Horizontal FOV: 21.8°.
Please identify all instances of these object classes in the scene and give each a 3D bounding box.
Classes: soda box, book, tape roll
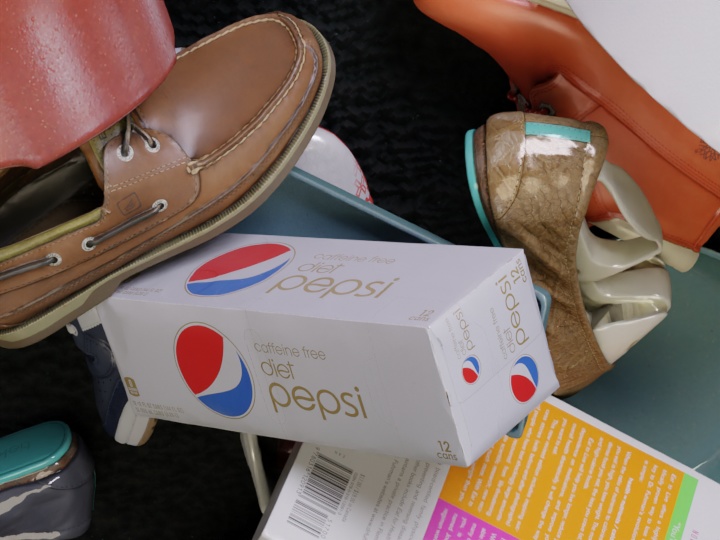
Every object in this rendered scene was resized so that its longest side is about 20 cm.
[{"bbox_3d":[-0.019,0.028,0.784,0.199,0.068,0.064,3,119,43],"label":"soda box"},{"bbox_3d":[0.063,0.116,0.833,0.199,0.134,0.048,29,142,-4],"label":"book"},{"bbox_3d":[0.175,-0.101,0.762,0.201,0.203,0.071,29,116,-16],"label":"tape roll"}]

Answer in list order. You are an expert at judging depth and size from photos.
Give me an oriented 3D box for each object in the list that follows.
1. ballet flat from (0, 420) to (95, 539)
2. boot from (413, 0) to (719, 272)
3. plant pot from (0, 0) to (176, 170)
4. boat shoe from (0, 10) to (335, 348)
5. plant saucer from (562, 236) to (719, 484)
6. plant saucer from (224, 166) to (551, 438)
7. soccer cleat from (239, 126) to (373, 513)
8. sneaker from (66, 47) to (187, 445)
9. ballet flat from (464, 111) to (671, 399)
[{"bbox_3d":[-0.231,0.133,0.972,0.198,0.073,0.074,-13,120,4],"label":"ballet flat"},{"bbox_3d":[0.094,-0.074,0.837,0.199,0.075,0.108,27,103,-15],"label":"boot"},{"bbox_3d":[-0.175,-0.141,0.724,0.199,0.201,0.197,-19,114,10],"label":"plant pot"},{"bbox_3d":[-0.098,-0.043,0.788,0.200,0.072,0.068,-41,149,1],"label":"boat shoe"},{"bbox_3d":[0.130,0.063,0.953,0.198,0.036,0.202,0,120,0],"label":"plant saucer"},{"bbox_3d":[0.000,0.000,0.820,0.199,0.019,0.071,27,123,31],"label":"plant saucer"},{"bbox_3d":[-0.029,0.029,0.902,0.068,0.085,0.202,5,121,-3],"label":"soccer cleat"},{"bbox_3d":[-0.139,-0.013,0.884,0.107,0.070,0.202,4,114,-8],"label":"sneaker"},{"bbox_3d":[0.098,-0.003,0.820,0.072,0.068,0.201,-7,144,12],"label":"ballet flat"}]
